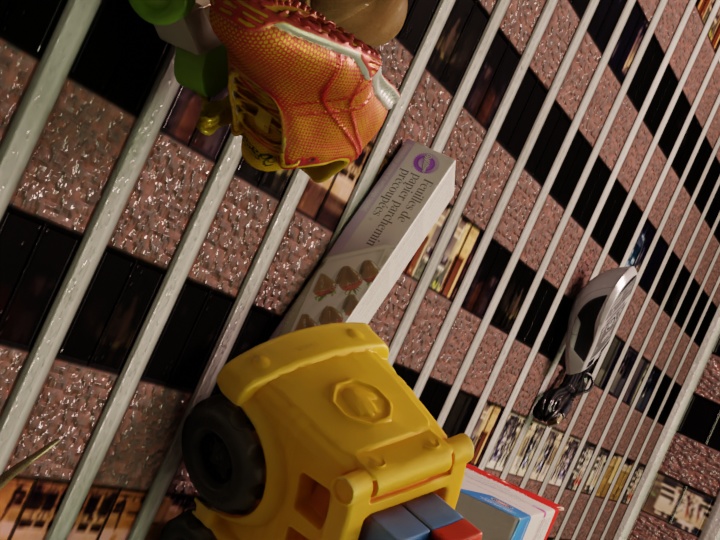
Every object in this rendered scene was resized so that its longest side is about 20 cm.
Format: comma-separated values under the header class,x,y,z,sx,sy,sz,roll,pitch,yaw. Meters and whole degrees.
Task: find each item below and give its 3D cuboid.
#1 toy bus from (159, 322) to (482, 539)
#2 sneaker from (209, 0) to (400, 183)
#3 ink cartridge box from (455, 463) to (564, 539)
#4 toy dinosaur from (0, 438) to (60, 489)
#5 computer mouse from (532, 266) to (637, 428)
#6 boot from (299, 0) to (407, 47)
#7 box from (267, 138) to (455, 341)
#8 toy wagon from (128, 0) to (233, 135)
class,x,y,z,sx,sy,sz,roll,pitch,yaw
toy bus,-0.009,0.162,1.343,0.135,0.192,0.200,-16,134,-41
sneaker,-0.030,-0.083,1.065,0.077,0.073,0.200,-54,161,-2
ink cartridge box,0.097,0.215,1.938,0.067,0.116,0.200,-67,163,3
toy dinosaur,-0.209,0.164,1.043,0.101,0.058,0.200,-66,-179,-66
computer mouse,0.227,0.066,2.280,0.110,0.044,0.200,-40,156,-48
boot,0.009,-0.161,1.206,0.074,0.075,0.200,-64,165,-11
box,0.000,0.000,1.465,0.200,0.039,0.041,-56,162,-30
toy wagon,-0.059,-0.160,1.053,0.155,0.039,0.200,-38,149,-57
